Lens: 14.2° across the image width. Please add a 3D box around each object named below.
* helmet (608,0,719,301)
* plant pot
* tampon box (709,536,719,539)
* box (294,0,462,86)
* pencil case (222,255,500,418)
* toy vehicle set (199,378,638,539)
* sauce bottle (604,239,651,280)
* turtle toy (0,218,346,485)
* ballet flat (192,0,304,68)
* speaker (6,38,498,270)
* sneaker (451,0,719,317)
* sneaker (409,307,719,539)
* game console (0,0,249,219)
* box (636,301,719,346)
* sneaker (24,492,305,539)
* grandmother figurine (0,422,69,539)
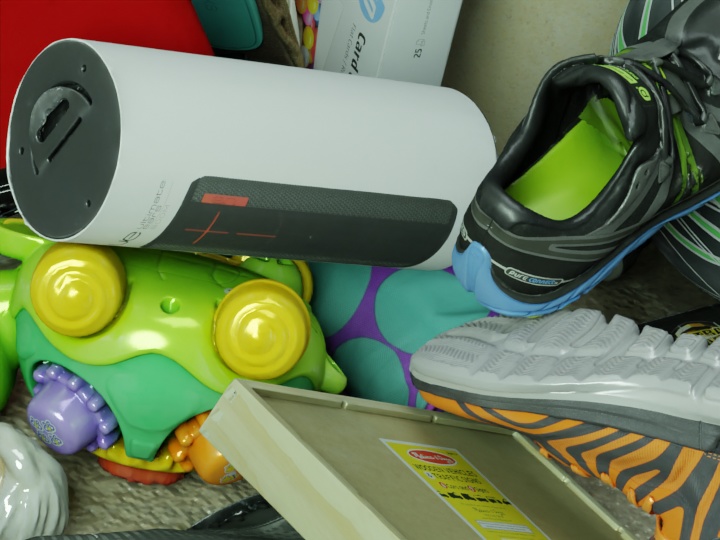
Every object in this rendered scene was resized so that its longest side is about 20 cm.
[{"bbox_3d":[0.207,-0.072,1.331,0.200,0.201,0.190,35,51,28],"label":"helmet"},{"bbox_3d":[0.098,-0.152,1.488,0.199,0.184,0.201,11,33,-8],"label":"plant pot"},{"bbox_3d":[0.076,0.212,0.911,0.149,0.201,0.126,-13,42,-35],"label":"tampon box"},{"bbox_3d":[-0.023,-0.130,1.429,0.041,0.156,0.200,-6,39,-29],"label":"box"},{"bbox_3d":[0.000,0.000,1.305,0.092,0.085,0.200,-40,55,-10],"label":"pencil case"},{"bbox_3d":[0.041,0.099,1.153,0.124,0.027,0.200,43,17,34],"label":"toy vehicle set"},{"bbox_3d":[0.175,-0.069,1.466,0.066,0.066,0.200,34,59,26],"label":"sauce bottle"},{"bbox_3d":[-0.104,0.032,1.197,0.199,0.102,0.146,12,9,-2],"label":"turtle toy"},{"bbox_3d":[-0.058,-0.121,1.360,0.067,0.200,0.073,6,60,12],"label":"ballet flat"},{"bbox_3d":[-0.043,-0.045,1.173,0.199,0.081,0.081,5,31,-41],"label":"speaker"},{"bbox_3d":[0.117,-0.060,1.193,0.071,0.083,0.199,39,64,21],"label":"sneaker"},{"bbox_3d":[0.109,0.082,1.161,0.199,0.113,0.077,9,27,36],"label":"sneaker"},{"bbox_3d":[-0.158,-0.086,1.242,0.199,0.119,0.172,-16,18,6],"label":"game console"},{"bbox_3d":[0.237,0.069,1.340,0.199,0.050,0.160,-13,40,-37],"label":"box"},{"bbox_3d":[-0.049,0.124,1.121,0.199,0.067,0.091,9,30,-18],"label":"sneaker"},{"bbox_3d":[-0.208,0.086,1.120,0.199,0.061,0.122,2,62,-25],"label":"grandmother figurine"}]
